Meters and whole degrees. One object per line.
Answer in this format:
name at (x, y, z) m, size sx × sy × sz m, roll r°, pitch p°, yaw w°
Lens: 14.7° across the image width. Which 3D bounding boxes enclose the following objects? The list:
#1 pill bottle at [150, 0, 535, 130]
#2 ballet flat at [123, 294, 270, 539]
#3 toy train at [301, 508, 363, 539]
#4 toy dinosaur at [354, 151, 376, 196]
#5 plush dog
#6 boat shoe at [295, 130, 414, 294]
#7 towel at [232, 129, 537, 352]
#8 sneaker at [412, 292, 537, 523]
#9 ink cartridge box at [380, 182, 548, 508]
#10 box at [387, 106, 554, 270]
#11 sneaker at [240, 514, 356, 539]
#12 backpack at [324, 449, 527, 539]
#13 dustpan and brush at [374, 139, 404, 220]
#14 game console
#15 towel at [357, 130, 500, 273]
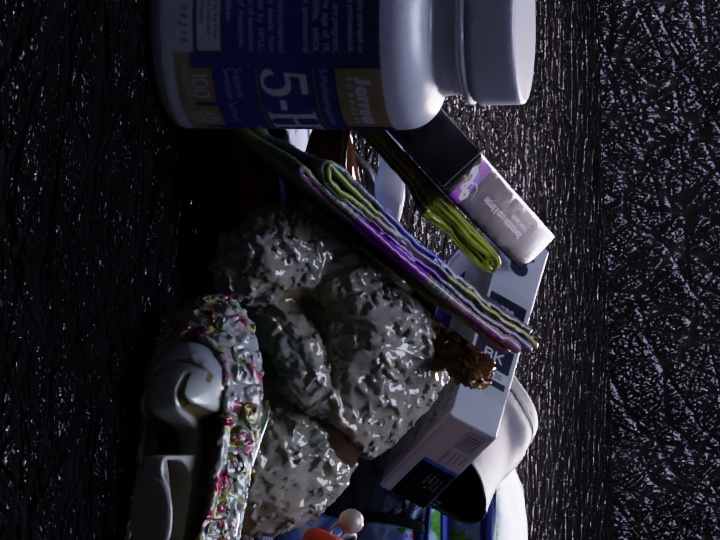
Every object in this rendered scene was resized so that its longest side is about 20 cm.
pill bottle at (-0.007, -0.137, 1.547) m, size 0.120 × 0.199 × 0.121 m, roll 1°, pitch 90°, yaw -78°
ballet flat at (-0.092, 0.097, 1.483) m, size 0.064 × 0.075 × 0.201 m, roll 41°, pitch 46°, yaw -55°
toy train at (-0.062, 0.200, 1.596) m, size 0.151 × 0.055 × 0.200 m, roll -65°, pitch 171°, yaw 3°
toy dinosaur at (-0.006, 0.007, 1.954) m, size 0.102 × 0.077 × 0.201 m, roll -111°, pitch -177°, yaw -65°
plush dog at (-0.026, 0.082, 1.638) m, size 0.172 × 0.160 × 0.200 m, roll -52°, pitch 153°, yaw -3°
boat shoe at (0.000, 0.000, 1.784) m, size 0.076 × 0.073 × 0.201 m, roll -76°, pitch 164°, yaw -60°
towel at (0.009, -0.025, 1.645) m, size 0.200 × 0.023 × 0.144 m, roll 40°, pitch -2°, yaw -31°
sneaker at (0.038, 0.068, 1.854) m, size 0.200 × 0.075 × 0.106 m, roll 48°, pitch 33°, yaw -11°
ink cartridge box at (0.071, 0.046, 1.780) m, size 0.100 × 0.039 × 0.201 m, roll -50°, pitch -163°, yaw 49°
box at (0.042, -0.082, 1.692) m, size 0.143 × 0.036 × 0.200 m, roll 48°, pitch 1°, yaw 21°
sneaker at (-0.040, 0.239, 1.699) m, size 0.079 × 0.089 × 0.201 m, roll 59°, pitch 36°, yaw -69°
backpack at (0.041, 0.209, 1.971) m, size 0.183 × 0.146 × 0.201 m, roll 65°, pitch 31°, yaw -61°
dustpan and brush at (0.012, -0.125, 1.884) m, size 0.140 × 0.057 × 0.201 m, roll 137°, pitch -36°, yaw -63°
game console at (-0.048, -0.041, 1.791) m, size 0.177 × 0.031 × 0.201 m, roll -60°, pitch 149°, yaw -68°
towel at (0.014, -0.074, 1.699) m, size 0.086 × 0.018 × 0.200 m, roll 45°, pitch 3°, yaw -47°
